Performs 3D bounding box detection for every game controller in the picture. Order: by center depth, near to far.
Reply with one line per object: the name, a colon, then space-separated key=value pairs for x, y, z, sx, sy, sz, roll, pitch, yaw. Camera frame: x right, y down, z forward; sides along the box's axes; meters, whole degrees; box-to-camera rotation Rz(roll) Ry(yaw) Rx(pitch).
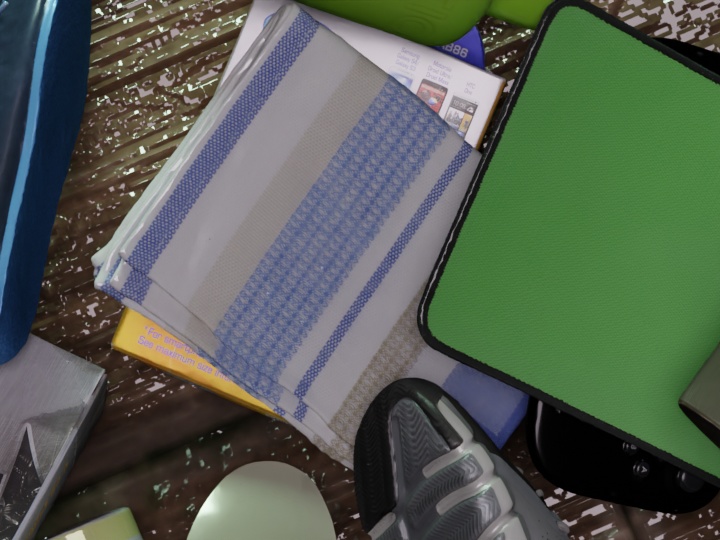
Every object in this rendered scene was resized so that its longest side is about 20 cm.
game controller: x=0.131 y=0.003 z=1.120 sx=0.104 sy=0.042 sz=0.202 roll=14 pitch=87 yaw=-33

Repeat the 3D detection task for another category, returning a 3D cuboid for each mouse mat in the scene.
mouse mat: x=0.133 y=-0.005 z=1.102 sx=0.199 sy=0.008 sz=0.162 roll=26 pitch=83 yaw=-21

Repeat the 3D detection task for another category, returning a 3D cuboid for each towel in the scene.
towel: x=0.000 y=0.000 z=1.096 sx=0.200 sy=0.024 sz=0.147 roll=37 pitch=81 yaw=-21

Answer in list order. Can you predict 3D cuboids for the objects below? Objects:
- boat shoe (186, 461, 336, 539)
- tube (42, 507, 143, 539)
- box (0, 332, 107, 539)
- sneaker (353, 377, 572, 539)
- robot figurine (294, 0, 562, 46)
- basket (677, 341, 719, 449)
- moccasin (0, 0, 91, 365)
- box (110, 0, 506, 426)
boat shoe: x=-0.044 y=0.180 z=1.099 sx=0.071 sy=0.063 sz=0.201 roll=0 pitch=59 yaw=0
tube: x=-0.088 y=0.205 z=1.119 sx=0.058 sy=0.052 sz=0.201 roll=-23 pitch=87 yaw=-4
box: x=-0.230 y=0.074 z=1.095 sx=0.199 sy=0.048 sz=0.159 roll=26 pitch=65 yaw=5
sneaker: x=0.079 y=0.131 z=1.090 sx=0.075 sy=0.115 sz=0.201 roll=-36 pitch=75 yaw=38
robot figurine: x=-0.003 y=-0.167 z=1.083 sx=0.199 sy=0.176 sz=0.116 roll=18 pitch=101 yaw=-16
basket: x=0.236 y=0.014 z=1.060 sx=0.136 sy=0.180 sz=0.200 roll=40 pitch=88 yaw=-9
moccasin: x=-0.163 y=-0.060 z=1.099 sx=0.068 sy=0.081 sz=0.201 roll=6 pitch=64 yaw=11
box: x=-0.018 y=-0.035 z=1.137 sx=0.118 sy=0.041 sz=0.201 roll=22 pitch=90 yaw=2
